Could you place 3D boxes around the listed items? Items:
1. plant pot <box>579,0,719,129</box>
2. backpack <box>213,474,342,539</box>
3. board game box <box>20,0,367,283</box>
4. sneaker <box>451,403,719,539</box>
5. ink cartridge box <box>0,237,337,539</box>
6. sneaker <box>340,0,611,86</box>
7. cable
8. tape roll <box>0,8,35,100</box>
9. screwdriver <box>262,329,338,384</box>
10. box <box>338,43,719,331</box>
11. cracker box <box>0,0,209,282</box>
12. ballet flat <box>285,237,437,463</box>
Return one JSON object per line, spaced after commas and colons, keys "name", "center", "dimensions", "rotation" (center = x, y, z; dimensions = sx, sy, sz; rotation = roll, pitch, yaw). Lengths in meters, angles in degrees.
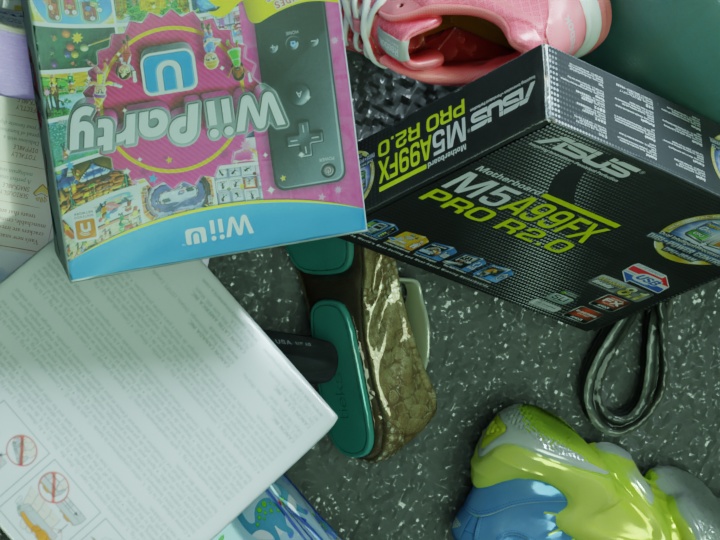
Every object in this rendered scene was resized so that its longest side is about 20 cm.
{"name": "plant pot", "center": [0.203, -0.155, 1.417], "dimensions": [0.199, 0.161, 0.202], "rotation": [1, 85, -12]}
{"name": "backpack", "center": [-0.085, 0.159, 1.440], "dimensions": [0.163, 0.154, 0.200], "rotation": [-34, 88, -2]}
{"name": "board game box", "center": [-0.082, -0.108, 1.294], "dimensions": [0.147, 0.064, 0.201], "rotation": [-10, 106, -11]}
{"name": "sneaker", "center": [0.137, 0.154, 1.530], "dimensions": [0.199, 0.076, 0.105], "rotation": [29, 106, -14]}
{"name": "ink cartridge box", "center": [-0.133, 0.077, 1.336], "dimensions": [0.200, 0.047, 0.160], "rotation": [-41, 90, -26]}
{"name": "sneaker", "center": [0.021, -0.134, 1.391], "dimensions": [0.199, 0.087, 0.074], "rotation": [8, 120, 27]}
{"name": "cable", "center": [0.173, -0.006, 1.514], "dimensions": [0.097, 0.050, 0.200], "rotation": [35, 88, -20]}
{"name": "tape roll", "center": [-0.153, -0.185, 1.325], "dimensions": [0.199, 0.066, 0.201], "rotation": [-3, 103, -13]}
{"name": "screwdriver", "center": [-0.099, 0.043, 1.402], "dimensions": [0.199, 0.028, 0.029], "rotation": [1, 73, -32]}
{"name": "box", "center": [0.106, -0.036, 1.408], "dimensions": [0.199, 0.160, 0.045], "rotation": [20, 58, -39]}
{"name": "cracker box", "center": [-0.138, -0.060, 1.421], "dimensions": [0.133, 0.058, 0.201], "rotation": [11, 96, -18]}
{"name": "ballet flat", "center": [0.000, 0.000, 1.473], "dimensions": [0.065, 0.070, 0.201], "rotation": [-20, 108, -38]}
